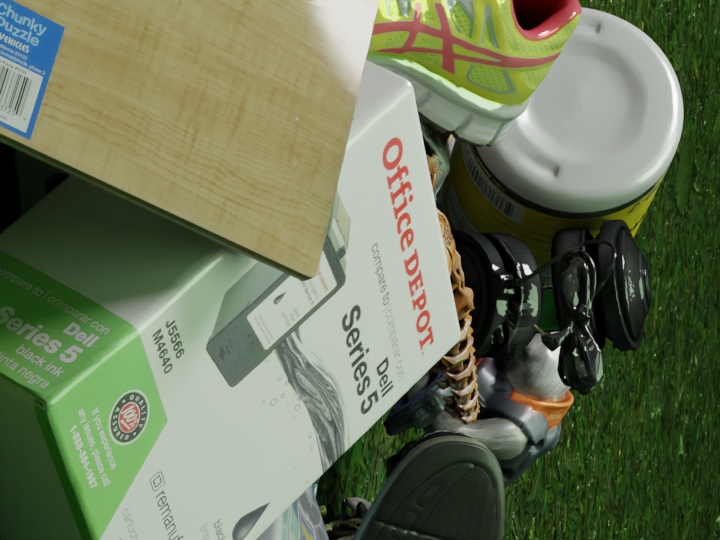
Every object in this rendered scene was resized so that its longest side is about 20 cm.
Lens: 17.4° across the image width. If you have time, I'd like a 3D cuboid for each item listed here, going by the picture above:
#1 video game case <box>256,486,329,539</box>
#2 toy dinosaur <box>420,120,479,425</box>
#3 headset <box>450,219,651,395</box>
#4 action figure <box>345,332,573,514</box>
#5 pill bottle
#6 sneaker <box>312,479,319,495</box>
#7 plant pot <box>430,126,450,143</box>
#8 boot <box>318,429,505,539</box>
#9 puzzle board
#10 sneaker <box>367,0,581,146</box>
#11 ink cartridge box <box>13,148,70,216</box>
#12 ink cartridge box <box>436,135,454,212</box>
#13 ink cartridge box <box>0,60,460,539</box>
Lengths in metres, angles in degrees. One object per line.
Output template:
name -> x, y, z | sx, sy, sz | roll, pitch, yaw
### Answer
video game case -> -0.020, 0.184, 0.991 | 0.200, 0.023, 0.182 | -91, 167, -58
toy dinosaur -> 0.000, 0.000, 1.070 | 0.136, 0.200, 0.102 | -43, -169, -10
headset -> 0.089, 0.024, 1.167 | 0.200, 0.123, 0.094 | 129, -44, -78
action figure -> 0.063, 0.097, 1.338 | 0.194, 0.105, 0.200 | -52, 179, 27
pill bottle -> 0.102, -0.051, 1.266 | 0.200, 0.111, 0.111 | 103, -3, -70
sneaker -> -0.049, 0.146, 1.125 | 0.131, 0.079, 0.200 | -67, 156, -45
plant pot -> -0.003, -0.158, 1.180 | 0.201, 0.093, 0.201 | 4, 90, -73
boot -> 0.004, 0.145, 1.184 | 0.154, 0.073, 0.204 | -116, -140, -63
puzzle board -> -0.086, -0.100, 0.823 | 0.200, 0.017, 0.151 | 25, 63, -25
sneaker -> 0.019, -0.126, 1.019 | 0.200, 0.090, 0.078 | 18, 37, -47
ink cartridge box -> -0.092, -0.092, 0.981 | 0.198, 0.043, 0.200 | -51, 144, -64
ink cartridge box -> 0.032, -0.122, 1.353 | 0.200, 0.068, 0.115 | 75, 26, -50
ink cartridge box -> -0.060, 0.021, 0.905 | 0.200, 0.084, 0.146 | -43, 141, -28
